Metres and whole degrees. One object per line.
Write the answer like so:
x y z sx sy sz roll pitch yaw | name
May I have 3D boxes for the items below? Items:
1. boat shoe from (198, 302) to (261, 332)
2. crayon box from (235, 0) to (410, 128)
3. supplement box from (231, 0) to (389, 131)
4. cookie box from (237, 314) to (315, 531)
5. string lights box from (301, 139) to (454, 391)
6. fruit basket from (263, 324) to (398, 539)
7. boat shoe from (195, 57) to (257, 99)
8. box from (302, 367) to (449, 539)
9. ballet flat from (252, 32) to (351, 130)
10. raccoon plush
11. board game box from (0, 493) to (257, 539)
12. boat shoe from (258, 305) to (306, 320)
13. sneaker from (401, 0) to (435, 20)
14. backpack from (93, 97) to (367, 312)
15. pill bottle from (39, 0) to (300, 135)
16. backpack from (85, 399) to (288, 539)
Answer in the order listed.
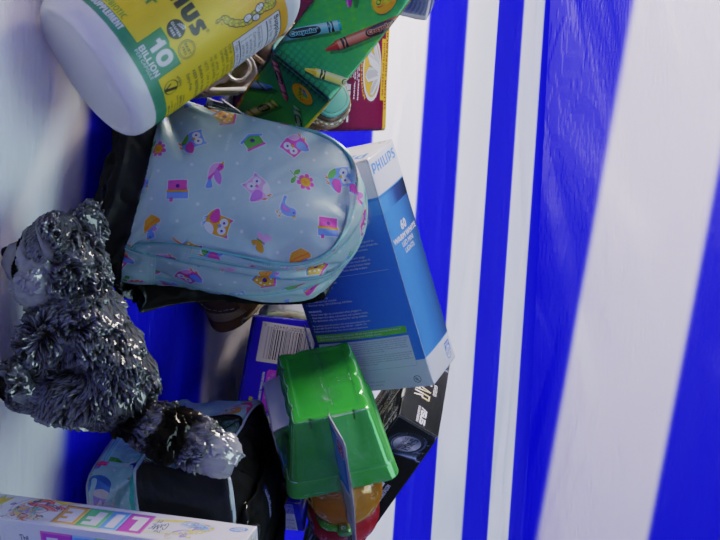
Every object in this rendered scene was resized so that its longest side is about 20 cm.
-0.099 -0.015 1.261 0.200 0.076 0.074 -50 149 -48 | boat shoe
-0.033 -0.171 1.065 0.119 0.058 0.200 -53 -173 -15 | crayon box
-0.045 -0.205 1.328 0.200 0.103 0.131 -22 116 -71 | supplement box
-0.076 0.151 1.275 0.200 0.075 0.172 94 5 -72 | cookie box
0.000 0.000 1.119 0.059 0.103 0.200 -43 121 -57 | string lights box
-0.025 0.171 1.083 0.185 0.094 0.200 -110 -163 -61 | fruit basket
-0.131 -0.174 1.080 0.202 0.086 0.075 19 75 -73 | boat shoe
0.013 0.185 1.303 0.200 0.043 0.160 -57 -175 23 | box
-0.087 -0.205 1.195 0.070 0.065 0.200 -35 92 -29 | ballet flat
-0.153 0.038 0.890 0.097 0.200 0.134 -88 -162 -74 | raccoon plush
-0.162 0.222 0.868 0.034 0.200 0.135 -44 135 -65 | board game box
-0.060 0.039 1.325 0.200 0.072 0.068 94 8 -76 | boat shoe
-0.017 -0.307 1.280 0.115 0.199 0.081 -69 177 -76 | sneaker
-0.096 -0.045 1.001 0.127 0.200 0.167 121 -20 -76 | backpack
-0.114 -0.194 0.939 0.200 0.113 0.113 -39 142 -20 | pill bottle
-0.128 0.195 1.053 0.200 0.150 0.178 -62 151 -69 | backpack
